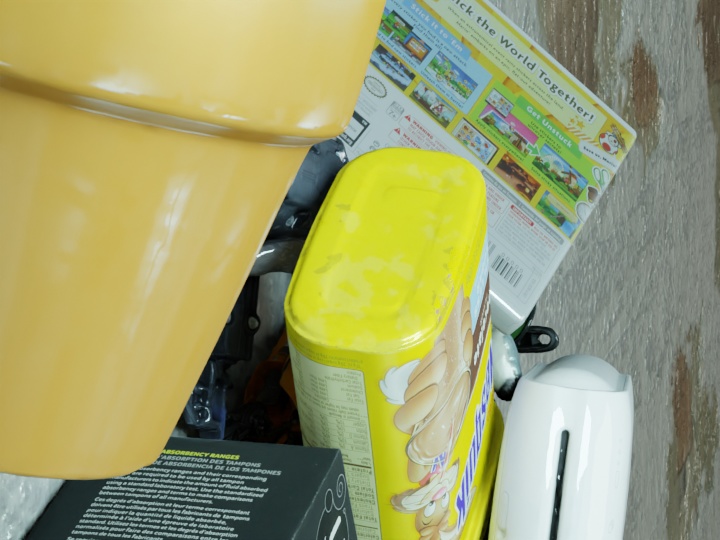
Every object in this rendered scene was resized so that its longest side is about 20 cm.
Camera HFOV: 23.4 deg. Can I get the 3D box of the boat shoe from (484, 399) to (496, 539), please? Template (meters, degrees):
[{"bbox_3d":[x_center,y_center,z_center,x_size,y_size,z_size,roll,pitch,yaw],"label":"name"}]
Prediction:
[{"bbox_3d":[0.062,0.123,1.099,0.060,0.072,0.203,18,59,-22],"label":"boat shoe"}]

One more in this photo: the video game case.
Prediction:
[{"bbox_3d":[0.051,-0.087,1.000,0.182,0.200,0.023,-53,-174,-40],"label":"video game case"}]

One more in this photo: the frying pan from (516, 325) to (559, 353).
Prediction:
[{"bbox_3d":[0.077,0.063,1.171,0.190,0.031,0.116,-136,-137,-61],"label":"frying pan"}]

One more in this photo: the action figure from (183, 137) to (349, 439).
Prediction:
[{"bbox_3d":[-0.055,-0.016,0.851,0.193,0.104,0.202,8,82,-60],"label":"action figure"}]

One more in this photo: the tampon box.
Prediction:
[{"bbox_3d":[-0.084,0.189,0.746,0.200,0.125,0.151,-58,145,-55],"label":"tampon box"}]

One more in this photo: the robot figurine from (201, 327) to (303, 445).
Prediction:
[{"bbox_3d":[-0.039,0.118,0.959,0.201,0.058,0.146,-64,148,-49],"label":"robot figurine"}]

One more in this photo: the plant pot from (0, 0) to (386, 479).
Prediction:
[{"bbox_3d":[-0.109,-0.036,0.604,0.200,0.198,0.185,-10,118,-69],"label":"plant pot"}]

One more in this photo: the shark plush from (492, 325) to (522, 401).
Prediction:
[{"bbox_3d":[0.047,-0.003,1.031,0.083,0.090,0.202,100,-9,-78],"label":"shark plush"}]

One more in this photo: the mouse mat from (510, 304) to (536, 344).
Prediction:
[{"bbox_3d":[0.066,0.005,1.112,0.007,0.161,0.201,26,44,-20],"label":"mouse mat"}]

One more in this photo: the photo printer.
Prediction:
[{"bbox_3d":[0.112,0.133,0.959,0.200,0.069,0.168,4,93,-81],"label":"photo printer"}]

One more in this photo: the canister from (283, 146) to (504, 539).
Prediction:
[{"bbox_3d":[0.020,0.058,0.868,0.201,0.086,0.149,84,20,-43],"label":"canister"}]
